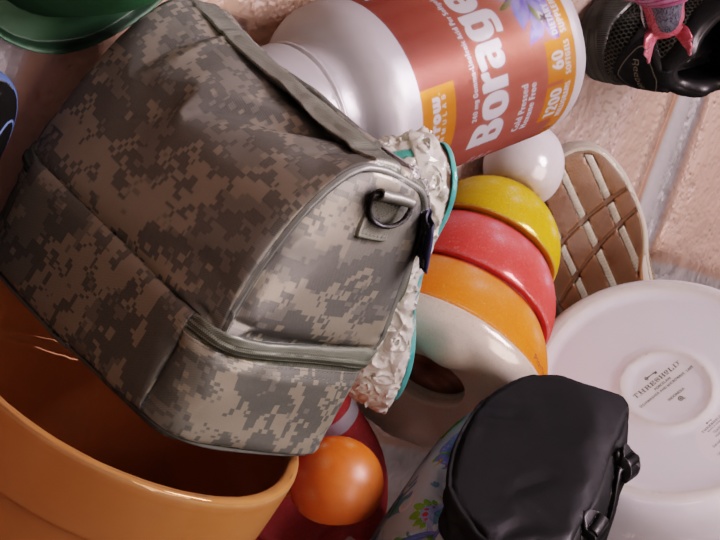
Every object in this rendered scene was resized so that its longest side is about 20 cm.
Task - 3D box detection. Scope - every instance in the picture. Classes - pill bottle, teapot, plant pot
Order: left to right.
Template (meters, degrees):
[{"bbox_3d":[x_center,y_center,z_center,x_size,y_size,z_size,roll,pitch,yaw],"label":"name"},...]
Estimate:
[{"bbox_3d":[-0.150,0.111,1.492,0.200,0.200,0.140,7,119,-48],"label":"plant pot"},{"bbox_3d":[0.020,-0.103,1.616,0.200,0.112,0.113,-23,124,-39],"label":"pill bottle"},{"bbox_3d":[0.183,0.111,1.785,0.146,0.199,0.198,87,2,-51],"label":"teapot"}]

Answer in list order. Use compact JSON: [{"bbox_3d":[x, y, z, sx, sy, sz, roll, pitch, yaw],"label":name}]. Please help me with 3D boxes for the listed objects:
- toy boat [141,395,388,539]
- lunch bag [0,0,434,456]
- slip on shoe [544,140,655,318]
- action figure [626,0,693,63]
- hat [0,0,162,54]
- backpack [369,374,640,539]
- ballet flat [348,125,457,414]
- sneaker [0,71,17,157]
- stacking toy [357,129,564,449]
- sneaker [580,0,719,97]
[{"bbox_3d":[-0.040,0.106,1.636,0.131,0.130,0.200,-48,136,-19],"label":"toy boat"},{"bbox_3d":[-0.068,-0.024,1.472,0.139,0.200,0.168,8,117,-46],"label":"lunch bag"},{"bbox_3d":[0.150,0.004,1.849,0.076,0.061,0.201,-25,117,-2],"label":"slip on shoe"},{"bbox_3d":[0.167,-0.216,1.697,0.134,0.149,0.201,-32,110,-32],"label":"action figure"},{"bbox_3d":[-0.090,-0.161,1.422,0.200,0.176,0.166,-25,125,-37],"label":"hat"},{"bbox_3d":[0.061,0.172,1.636,0.163,0.153,0.201,-60,161,-50],"label":"backpack"},{"bbox_3d":[0.000,0.000,1.572,0.072,0.072,0.200,-29,149,-35],"label":"ballet flat"},{"bbox_3d":[-0.219,-0.012,1.432,0.200,0.078,0.070,-57,138,-10],"label":"sneaker"},{"bbox_3d":[0.072,-0.004,1.733,0.200,0.146,0.146,-62,142,-32],"label":"stacking toy"},{"bbox_3d":[0.235,-0.174,1.813,0.199,0.114,0.076,-42,136,-28],"label":"sneaker"}]
